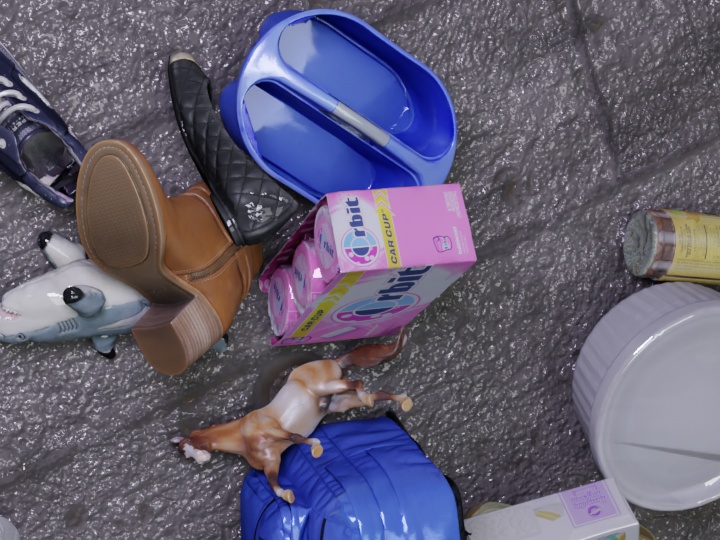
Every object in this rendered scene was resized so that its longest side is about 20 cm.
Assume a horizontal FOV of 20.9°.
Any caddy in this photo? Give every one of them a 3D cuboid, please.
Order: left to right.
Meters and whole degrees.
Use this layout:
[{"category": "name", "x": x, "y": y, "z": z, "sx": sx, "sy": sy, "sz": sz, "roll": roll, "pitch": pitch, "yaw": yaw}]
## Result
[{"category": "caddy", "x": -0.017, "y": -0.123, "z": 1.558, "sx": 0.199, "sy": 0.105, "sz": 0.142, "roll": 31, "pitch": 88, "yaw": -25}]

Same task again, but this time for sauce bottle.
[{"category": "sauce bottle", "x": 0.333, "y": -0.017, "z": 1.754, "sx": 0.198, "sy": 0.065, "sz": 0.065, "roll": 5, "pitch": 100, "yaw": -25}]

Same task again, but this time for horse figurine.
[{"category": "horse figurine", "x": -0.044, "y": 0.117, "z": 1.605, "sx": 0.200, "sy": 0.132, "sz": 0.050, "roll": -39, "pitch": 121, "yaw": -23}]

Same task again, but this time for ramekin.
[{"category": "ramekin", "x": 0.278, "y": 0.104, "z": 1.723, "sx": 0.200, "sy": 0.094, "sz": 0.204, "roll": -9, "pitch": 118, "yaw": -18}]

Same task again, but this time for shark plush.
[{"category": "shark plush", "x": -0.199, "y": 0.033, "z": 1.562, "sx": 0.199, "sy": 0.091, "sz": 0.084, "roll": 6, "pitch": 121, "yaw": -44}]

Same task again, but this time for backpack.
[{"category": "backpack", "x": -0.002, "y": 0.229, "z": 1.593, "sx": 0.166, "sy": 0.200, "sz": 0.164, "roll": -14, "pitch": 108, "yaw": -19}]

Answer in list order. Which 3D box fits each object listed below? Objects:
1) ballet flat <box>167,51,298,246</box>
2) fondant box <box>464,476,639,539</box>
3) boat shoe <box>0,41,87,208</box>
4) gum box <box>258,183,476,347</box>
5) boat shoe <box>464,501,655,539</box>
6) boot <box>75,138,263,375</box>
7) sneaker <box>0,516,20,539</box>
[{"category": "ballet flat", "x": -0.103, "y": -0.096, "z": 1.494, "sx": 0.056, "sy": 0.201, "sz": 0.067, "roll": -24, "pitch": 144, "yaw": -4}, {"category": "fondant box", "x": 0.165, "y": 0.281, "z": 1.696, "sx": 0.143, "sy": 0.059, "sz": 0.201, "roll": -15, "pitch": 136, "yaw": -9}, {"category": "boat shoe", "x": -0.272, "y": -0.128, "z": 1.457, "sx": 0.075, "sy": 0.093, "sz": 0.200, "roll": -48, "pitch": 115, "yaw": -6}, {"category": "gum box", "x": 0.000, "y": 0.000, "z": 1.551, "sx": 0.112, "sy": 0.200, "sz": 0.067, "roll": -6, "pitch": 72, "yaw": -21}, {"category": "boat shoe", "x": 0.188, "y": 0.251, "z": 1.753, "sx": 0.199, "sy": 0.063, "sz": 0.074, "roll": 15, "pitch": 96, "yaw": -25}, {"category": "boot", "x": -0.137, "y": -0.039, "z": 1.506, "sx": 0.156, "sy": 0.076, "sz": 0.201, "roll": -54, "pitch": 128, "yaw": -50}, {"category": "sneaker", "x": -0.301, "y": 0.291, "z": 1.566, "sx": 0.081, "sy": 0.077, "sz": 0.202, "roll": -7, "pitch": 105, "yaw": 7}]
